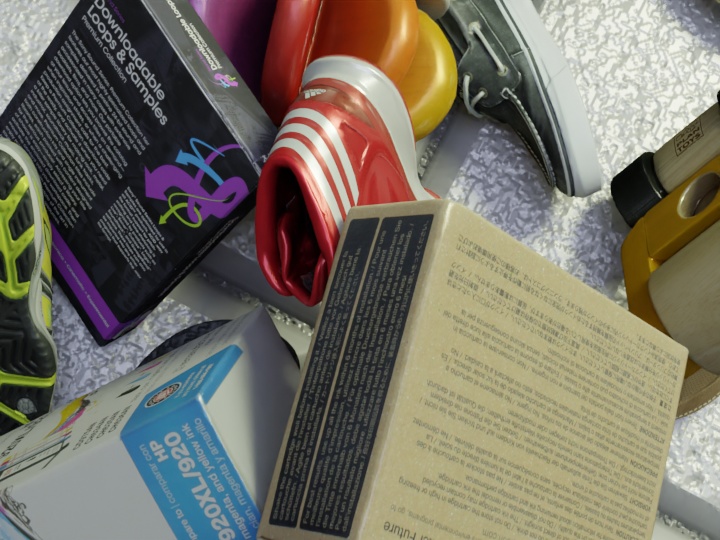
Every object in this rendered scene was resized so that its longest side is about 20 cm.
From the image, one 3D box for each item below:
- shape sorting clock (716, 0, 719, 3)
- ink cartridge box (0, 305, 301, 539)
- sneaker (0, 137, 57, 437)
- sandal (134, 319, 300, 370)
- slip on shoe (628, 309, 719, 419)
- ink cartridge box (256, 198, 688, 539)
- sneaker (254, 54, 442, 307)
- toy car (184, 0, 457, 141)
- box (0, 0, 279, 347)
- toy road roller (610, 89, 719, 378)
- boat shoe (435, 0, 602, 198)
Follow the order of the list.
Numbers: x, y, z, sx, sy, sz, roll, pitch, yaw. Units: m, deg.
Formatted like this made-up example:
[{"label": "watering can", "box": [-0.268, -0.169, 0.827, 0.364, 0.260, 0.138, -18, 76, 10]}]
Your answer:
[{"label": "shape sorting clock", "box": [0.299, -0.246, 0.917, 0.198, 0.039, 0.202, 1, 78, -5]}, {"label": "ink cartridge box", "box": [-0.114, 0.139, 0.700, 0.199, 0.147, 0.145, -26, 100, 14]}, {"label": "sneaker", "box": [-0.204, 0.021, 0.785, 0.075, 0.076, 0.202, 8, 109, -2]}, {"label": "sandal", "box": [-0.124, 0.097, 0.814, 0.199, 0.045, 0.075, -36, 80, 4]}, {"label": "slip on shoe", "box": [0.168, 0.056, 0.813, 0.199, 0.060, 0.077, -9, 84, -29]}, {"label": "ink cartridge box", "box": [0.062, 0.080, 0.650, 0.199, 0.075, 0.166, 29, 71, -39]}, {"label": "sneaker", "box": [0.000, 0.000, 0.708, 0.201, 0.078, 0.116, 58, 46, -30]}, {"label": "toy car", "box": [-0.049, -0.129, 0.787, 0.198, 0.150, 0.177, 8, 79, 22]}, {"label": "box", "box": [-0.133, -0.063, 0.767, 0.036, 0.200, 0.143, -30, 83, -45]}, {"label": "toy road roller", "box": [0.243, -0.011, 0.801, 0.146, 0.123, 0.201, 36, 34, -19]}, {"label": "boat shoe", "box": [0.088, -0.128, 0.866, 0.070, 0.072, 0.201, -24, 72, -2]}]
